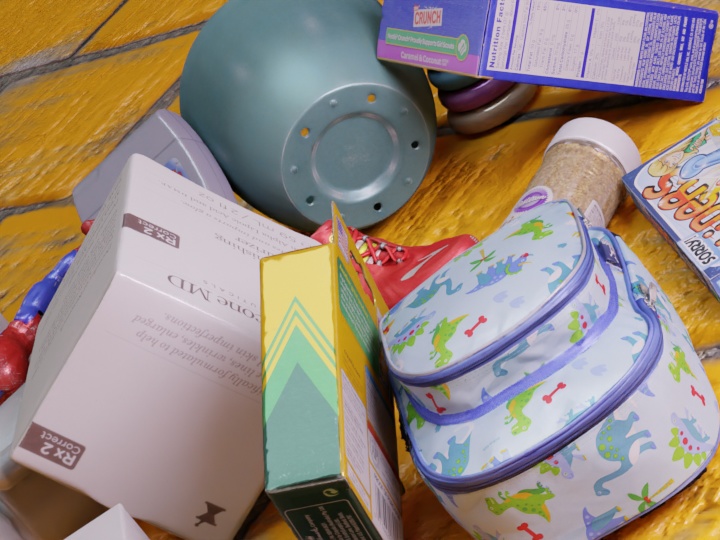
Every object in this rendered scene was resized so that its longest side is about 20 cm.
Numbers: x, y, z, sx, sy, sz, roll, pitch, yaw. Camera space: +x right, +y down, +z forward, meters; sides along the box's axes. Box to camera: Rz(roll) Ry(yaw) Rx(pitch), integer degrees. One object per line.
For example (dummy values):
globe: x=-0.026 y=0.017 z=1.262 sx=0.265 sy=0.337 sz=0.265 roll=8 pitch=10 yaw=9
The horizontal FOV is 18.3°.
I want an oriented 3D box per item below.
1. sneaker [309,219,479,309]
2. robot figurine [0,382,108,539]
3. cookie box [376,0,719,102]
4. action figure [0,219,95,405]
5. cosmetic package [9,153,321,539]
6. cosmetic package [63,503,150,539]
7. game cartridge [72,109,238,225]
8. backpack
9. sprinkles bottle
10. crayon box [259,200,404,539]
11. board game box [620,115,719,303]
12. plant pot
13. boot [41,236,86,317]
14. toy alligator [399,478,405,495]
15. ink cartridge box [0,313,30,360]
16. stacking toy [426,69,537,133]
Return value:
sneaker: x=0.000 y=0.000 z=1.645 sx=0.200 sy=0.085 sz=0.077 roll=-15 pitch=19 yaw=36
robot figurine: x=-0.244 y=0.159 z=1.635 sx=0.200 sy=0.113 sz=0.170 roll=-45 pitch=-15 yaw=-25
cookie box: x=0.139 y=-0.179 z=1.697 sx=0.200 sy=0.075 sz=0.171 roll=4 pitch=9 yaw=-26
action figure: x=-0.264 y=0.046 z=1.735 sx=0.099 sy=0.065 sz=0.200 roll=-22 pitch=21 yaw=43
cosmetic package: x=-0.128 y=0.054 z=1.553 sx=0.165 sy=0.165 sz=0.200 roll=-59 pitch=16 yaw=22
cosmetic package: x=-0.142 y=0.242 z=1.353 sx=0.085 sy=0.108 sz=0.200 roll=-34 pitch=22 yaw=3
game cartridge: x=-0.153 y=-0.024 z=1.792 sx=0.133 sy=0.042 sz=0.200 roll=-42 pitch=59 yaw=31
backpack: x=0.104 y=0.067 z=1.319 sx=0.183 sy=0.147 sz=0.200 roll=-33 pitch=26 yaw=7
sprinkles bottle: x=0.131 y=-0.023 z=1.554 sx=0.068 sy=0.068 sz=0.200 roll=-12 pitch=32 yaw=40
crayon box: x=-0.017 y=0.076 z=1.348 sx=0.052 sy=0.126 sz=0.200 roll=-12 pitch=51 yaw=13
board game box: x=0.263 y=-0.052 z=1.479 sx=0.135 sy=0.034 sz=0.200 roll=-33 pitch=23 yaw=2
plant pot: x=-0.029 y=-0.122 z=1.805 sx=0.201 sy=0.201 sz=0.161 roll=-35 pitch=32 yaw=-3
boot: x=-0.191 y=-0.002 z=1.935 sx=0.200 sy=0.073 sz=0.151 roll=-27 pitch=24 yaw=29
toy alligator: x=0.002 y=0.152 z=1.402 sx=0.059 sy=0.054 sz=0.200 roll=-28 pitch=50 yaw=1
ink cartridge box: x=-0.384 y=0.065 z=1.890 sx=0.145 sy=0.200 sz=0.084 roll=-22 pitch=29 yaw=26
stacking toy: x=0.064 y=-0.213 z=1.837 sx=0.085 sy=0.200 sz=0.085 roll=-28 pitch=24 yaw=14
